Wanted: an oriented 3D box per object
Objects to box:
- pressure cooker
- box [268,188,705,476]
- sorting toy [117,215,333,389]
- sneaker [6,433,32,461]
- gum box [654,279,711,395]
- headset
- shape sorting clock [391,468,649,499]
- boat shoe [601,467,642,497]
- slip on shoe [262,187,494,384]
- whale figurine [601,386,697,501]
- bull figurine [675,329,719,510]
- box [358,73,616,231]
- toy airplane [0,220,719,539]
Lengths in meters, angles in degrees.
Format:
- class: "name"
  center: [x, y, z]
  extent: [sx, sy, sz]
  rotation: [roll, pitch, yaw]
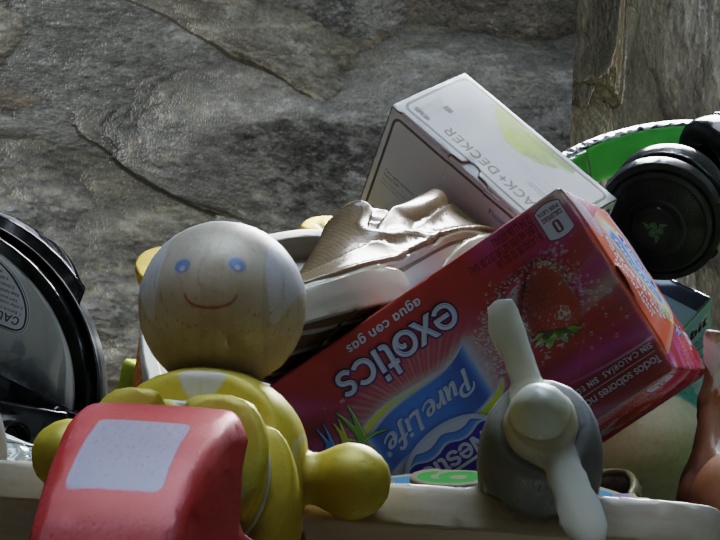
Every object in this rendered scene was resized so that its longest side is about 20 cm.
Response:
- class: "pressure cooker"
  center: [-0.204, 0.059, 1.003]
  extent: [0.175, 0.180, 0.200]
  rotation: [-23, 0, -5]
- class: "box"
  center: [0.044, 0.059, 0.950]
  extent: [0.199, 0.096, 0.100]
  rotation: [-35, -13, 12]
- class: "sorting toy"
  center: [-0.058, 0.077, 1.104]
  extent: [0.199, 0.181, 0.107]
  rotation: [-11, 47, -33]
- class: "sneaker"
  center: [-0.130, 0.104, 0.879]
  extent: [0.199, 0.078, 0.086]
  rotation: [4, 0, -34]
- class: "gum box"
  center: [0.119, 0.059, 1.222]
  extent: [0.169, 0.045, 0.201]
  rotation: [30, -33, 30]
- class: "headset"
  center: [0.183, -0.031, 1.119]
  extent: [0.123, 0.095, 0.199]
  rotation: [-31, 25, -35]
- class: "shape sorting clock"
  center: [0.020, 0.106, 0.795]
  extent: [0.199, 0.040, 0.200]
  rotation: [-1, 12, 0]
- class: "boat shoe"
  center: [0.084, 0.122, 0.943]
  extent: [0.073, 0.063, 0.200]
  rotation: [2, -2, 19]
- class: "slip on shoe"
  center: [0.000, 0.000, 0.990]
  extent: [0.076, 0.061, 0.200]
  rotation: [-41, -14, 35]
- class: "whale figurine"
  center: [0.084, 0.085, 1.087]
  extent: [0.199, 0.104, 0.159]
  rotation: [11, -47, -22]
- class: "bull figurine"
  center: [0.172, 0.089, 0.857]
  extent: [0.065, 0.122, 0.200]
  rotation: [10, -2, -9]
- class: "box"
  center: [0.048, 0.010, 1.141]
  extent: [0.117, 0.201, 0.060]
  rotation: [41, 45, 24]
- class: "toy airplane"
  center: [-0.033, 0.059, 0.567]
  extent: [0.199, 0.142, 0.199]
  rotation: [4, -4, -35]
